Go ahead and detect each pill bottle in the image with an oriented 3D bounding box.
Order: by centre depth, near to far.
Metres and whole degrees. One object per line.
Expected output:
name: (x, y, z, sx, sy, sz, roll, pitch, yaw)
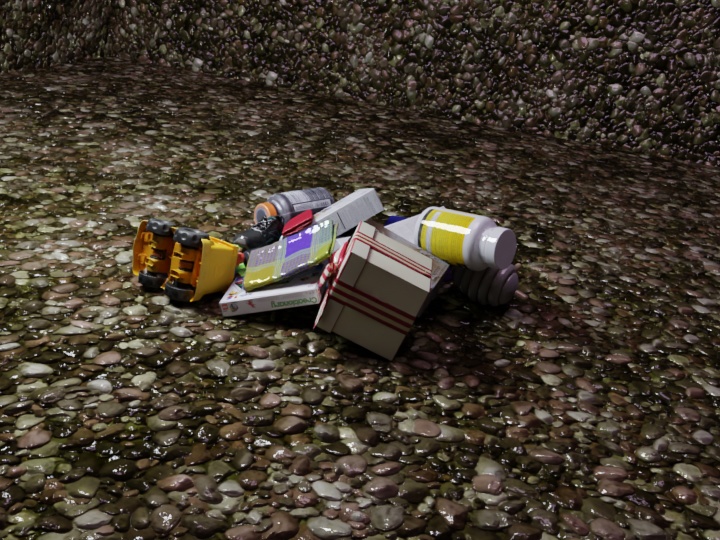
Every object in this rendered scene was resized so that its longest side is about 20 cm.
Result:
pill bottle: (0.215, -0.062, 1.646, 0.198, 0.113, 0.110, 15, 22, 42)
pill bottle: (-0.165, -0.142, 1.985, 0.198, 0.108, 0.106, -14, 30, -40)

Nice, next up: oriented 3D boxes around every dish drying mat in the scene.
dish drying mat: (-0.140, -0.107, 1.814, 0.076, 0.018, 0.200, -28, 10, 1)

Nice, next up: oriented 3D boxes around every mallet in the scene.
mallet: (-0.180, -0.018, 1.651, 0.065, 0.042, 0.199, -13, 14, -28)

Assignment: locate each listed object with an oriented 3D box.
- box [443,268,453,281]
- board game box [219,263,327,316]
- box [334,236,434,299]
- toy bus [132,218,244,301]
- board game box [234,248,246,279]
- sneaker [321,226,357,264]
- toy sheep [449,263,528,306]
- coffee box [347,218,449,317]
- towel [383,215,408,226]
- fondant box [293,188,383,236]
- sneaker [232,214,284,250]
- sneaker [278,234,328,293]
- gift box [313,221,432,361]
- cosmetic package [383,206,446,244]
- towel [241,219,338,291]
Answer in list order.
box: (0.163, -0.020, 1.878, 0.198, 0.040, 0.136, -12, 29, -38)
board game box: (-0.166, 0.038, 1.579, 0.196, 0.035, 0.127, -8, 21, 11)
box: (0.052, -0.002, 1.728, 0.154, 0.042, 0.200, -12, 47, -38)
toy bus: (-0.340, -0.026, 1.648, 0.198, 0.138, 0.191, 18, 12, 32)
board game box: (-0.249, -0.013, 1.758, 0.094, 0.030, 0.200, -7, 29, -32)
sneaker: (-0.045, -0.058, 1.887, 0.198, 0.072, 0.098, -24, 21, -37)
toy sheep: (0.275, 0.011, 1.727, 0.198, 0.140, 0.137, 27, 29, 26)
coffee box: (0.067, -0.007, 1.637, 0.198, 0.081, 0.114, 30, 34, 9)
towel: (0.151, -0.077, 1.902, 0.196, 0.050, 0.148, 13, 19, 9)
fondant box: (-0.056, -0.119, 1.862, 0.198, 0.059, 0.144, -29, 10, -9)
sneaker: (-0.227, -0.087, 1.817, 0.074, 0.080, 0.200, 25, 12, 11)
sneaker: (-0.125, -0.010, 1.716, 0.076, 0.082, 0.199, -8, 28, -36)
gift box: (0.011, 0.046, 1.490, 0.185, 0.202, 0.185, 27, 18, -4)
cosmetic package: (0.135, -0.078, 1.777, 0.198, 0.051, 0.083, -20, 53, -35)
towel: (-0.140, -0.031, 1.576, 0.197, 0.023, 0.144, -20, 29, 17)
